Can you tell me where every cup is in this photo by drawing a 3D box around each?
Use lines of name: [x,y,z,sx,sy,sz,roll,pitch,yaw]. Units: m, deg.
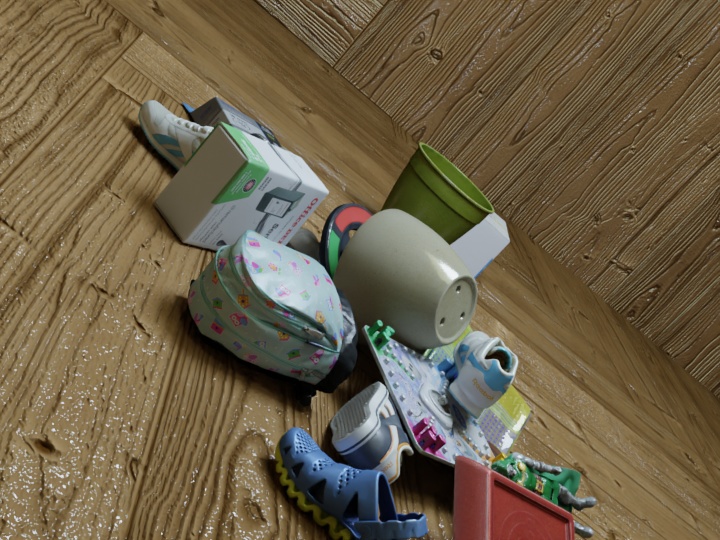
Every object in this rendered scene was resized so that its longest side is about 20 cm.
cup: [0.076,0.031,1.432,0.143,0.202,0.200,21,1,35]

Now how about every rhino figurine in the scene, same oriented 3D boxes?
rhino figurine: [-0.088,-0.033,1.572,0.200,0.060,0.087,49,14,25]

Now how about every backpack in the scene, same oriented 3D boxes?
backpack: [-0.102,0.044,1.209,0.199,0.127,0.167,28,24,-35]

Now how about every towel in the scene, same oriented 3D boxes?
towel: [0.169,0.178,1.516,0.201,0.023,0.144,54,48,-10]

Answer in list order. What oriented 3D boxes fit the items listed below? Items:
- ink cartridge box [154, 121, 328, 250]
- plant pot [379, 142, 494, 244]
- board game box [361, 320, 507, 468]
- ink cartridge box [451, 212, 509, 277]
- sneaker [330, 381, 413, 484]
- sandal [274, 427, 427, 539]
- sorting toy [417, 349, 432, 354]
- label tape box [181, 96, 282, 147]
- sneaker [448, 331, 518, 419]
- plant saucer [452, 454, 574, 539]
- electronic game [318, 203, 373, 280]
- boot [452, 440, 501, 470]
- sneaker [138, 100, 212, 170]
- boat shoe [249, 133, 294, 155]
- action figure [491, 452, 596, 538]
ink cartridge box: [-0.156,-0.100,1.414,0.084,0.146,0.200,49,17,27]
plant pot: [0.129,-0.115,2.069,0.200,0.193,0.201,39,15,-13]
board game box: [0.102,0.168,1.319,0.200,0.026,0.201,30,26,-44]
ink cartridge box: [0.259,-0.089,2.442,0.125,0.129,0.200,40,15,-8]
sneaker: [0.013,0.192,1.193,0.080,0.078,0.200,53,9,-5]
sandal: [-0.004,0.229,1.037,0.200,0.087,0.079,45,17,16]
sorting toy: [0.119,0.130,1.626,0.199,0.070,0.199,35,17,-24]
label tape box: [-0.208,-0.230,1.788,0.144,0.063,0.200,27,22,-46]
sneaker: [0.172,0.127,1.393,0.076,0.081,0.200,44,17,-8]
plant saucer: [0.182,0.327,1.161,0.199,0.037,0.201,33,46,-32]
electronic game: [0.000,0.000,1.529,0.200,0.041,0.202,25,60,-53]
boot: [0.148,0.278,1.339,0.186,0.064,0.200,33,23,-25]
sneaker: [-0.244,-0.185,1.522,0.200,0.081,0.076,46,17,13]
boat shoe: [-0.119,-0.150,1.558,0.074,0.060,0.200,37,-13,34]
action figure: [0.227,0.281,1.307,0.200,0.054,0.119,33,55,-37]
